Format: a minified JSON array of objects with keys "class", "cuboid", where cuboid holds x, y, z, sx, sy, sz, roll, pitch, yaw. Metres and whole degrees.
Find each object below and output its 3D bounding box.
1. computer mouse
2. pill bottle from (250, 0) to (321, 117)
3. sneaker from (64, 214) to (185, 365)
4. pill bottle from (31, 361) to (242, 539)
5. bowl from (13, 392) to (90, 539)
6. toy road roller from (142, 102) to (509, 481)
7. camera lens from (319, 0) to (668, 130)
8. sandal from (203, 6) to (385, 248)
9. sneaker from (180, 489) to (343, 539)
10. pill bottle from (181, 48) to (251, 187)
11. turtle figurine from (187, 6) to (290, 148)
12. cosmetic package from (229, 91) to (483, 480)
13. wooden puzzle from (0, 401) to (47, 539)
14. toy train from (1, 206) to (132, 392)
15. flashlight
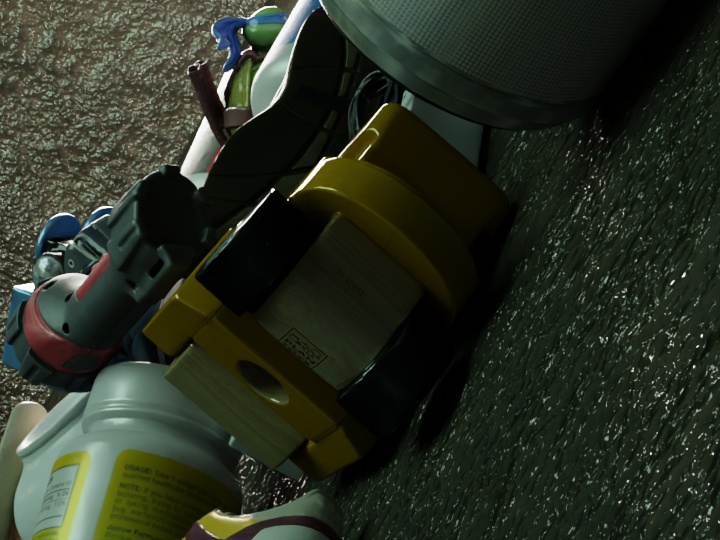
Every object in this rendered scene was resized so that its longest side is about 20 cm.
[{"class":"computer mouse","cuboid":[0.034,-0.138,1.101,0.058,0.034,0.201,-19,47,51]},{"class":"pill bottle","cuboid":[-0.003,-0.126,1.249,0.112,0.112,0.201,-47,15,56]},{"class":"sneaker","cuboid":[-0.126,0.000,1.204,0.077,0.146,0.203,-23,-29,-27]},{"class":"pill bottle","cuboid":[-0.132,0.162,1.110,0.114,0.114,0.201,135,152,-59]},{"class":"bowl","cuboid":[-0.189,0.133,1.429,0.201,0.090,0.201,-40,9,7]},{"class":"toy road roller","cuboid":[-0.009,0.007,0.976,0.146,0.123,0.200,-51,5,-27]},{"class":"camera lens","cuboid":[0.080,-0.176,0.865,0.200,0.159,0.160,-55,12,33]},{"class":"sandal","cuboid":[-0.033,-0.075,1.133,0.055,0.081,0.201,104,-174,-55]},{"class":"sneaker","cuboid":[-0.083,0.172,0.968,0.199,0.075,0.090,-24,30,37]},{"class":"pill bottle","cuboid":[-0.086,-0.070,1.547,0.114,0.113,0.201,-47,19,56]},{"class":"turtle figurine","cuboid":[-0.023,-0.084,1.385,0.144,0.199,0.195,7,89,56]},{"class":"cosmetic package","cuboid":[0.000,0.000,1.115,0.200,0.051,0.151,-57,13,31]},{"class":"wooden puzzle","cuboid":[-0.272,0.225,1.512,0.200,0.037,0.186,85,-164,-57]},{"class":"toy train","cuboid":[-0.167,0.018,1.374,0.200,0.086,0.115,-11,-62,-61]},{"class":"flashlight","cuboid":[-0.142,0.005,1.106,0.068,0.068,0.200,-49,2,-38]}]
